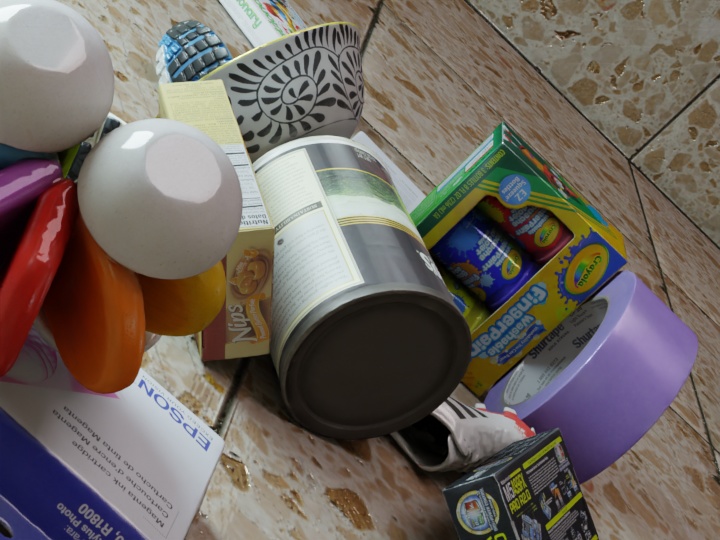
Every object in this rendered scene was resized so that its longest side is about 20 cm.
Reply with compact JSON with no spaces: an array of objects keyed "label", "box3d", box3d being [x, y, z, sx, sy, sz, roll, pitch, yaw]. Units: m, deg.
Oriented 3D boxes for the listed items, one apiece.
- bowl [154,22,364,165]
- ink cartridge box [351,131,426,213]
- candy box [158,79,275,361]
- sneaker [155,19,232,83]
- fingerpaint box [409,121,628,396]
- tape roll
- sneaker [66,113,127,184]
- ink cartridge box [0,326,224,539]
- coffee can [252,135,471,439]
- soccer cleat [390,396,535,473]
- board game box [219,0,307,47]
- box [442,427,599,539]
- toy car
[{"label":"bowl","box3d":[-0.070,-0.116,1.279,0.094,0.201,0.201,63,20,6]},{"label":"ink cartridge box","box3d":[0.038,-0.048,1.596,0.196,0.043,0.200,46,20,-3]},{"label":"candy box","box3d":[-0.110,-0.041,1.128,0.055,0.116,0.200,-7,39,-14]},{"label":"sneaker","box3d":[-0.120,-0.147,1.435,0.200,0.075,0.087,56,10,12]},{"label":"fingerpaint box","box3d":[0.123,-0.008,1.444,0.167,0.200,0.073,43,19,-11]},{"label":"tape roll","box3d":[0.207,0.100,1.394,0.085,0.200,0.200,42,18,-8]},{"label":"sneaker","box3d":[-0.216,-0.110,1.112,0.200,0.078,0.086,40,15,-17]},{"label":"ink cartridge box","box3d":[-0.173,0.083,0.824,0.196,0.043,0.200,43,17,-9]},{"label":"coffee can","box3d":[-0.015,0.010,1.184,0.146,0.146,0.200,31,23,-38]},{"label":"soccer cleat","box3d":[0.079,0.140,1.255,0.200,0.069,0.085,34,32,-28]},{"label":"board game box","box3d":[-0.088,-0.270,1.803,0.200,0.035,0.126,53,20,21]},{"label":"box","box3d":[0.136,0.215,1.155,0.160,0.044,0.200,70,21,3]},{"label":"toy car","box3d":[-0.170,-0.022,0.768,0.200,0.175,0.150,44,54,1]}]
